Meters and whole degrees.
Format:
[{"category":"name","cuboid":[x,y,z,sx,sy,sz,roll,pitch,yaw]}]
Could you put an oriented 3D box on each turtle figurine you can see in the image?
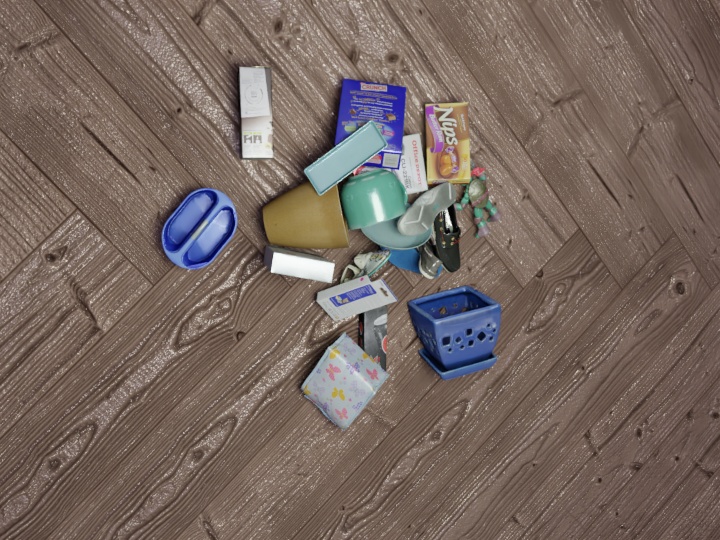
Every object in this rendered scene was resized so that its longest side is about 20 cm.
[{"category":"turtle figurine","cuboid":[0.305,-0.199,1.606,0.148,0.101,0.202,-38,111,-6]}]

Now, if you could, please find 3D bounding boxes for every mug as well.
[{"category":"mug","cuboid":[0.029,-0.180,1.429,0.147,0.185,0.118,-14,100,14]}]

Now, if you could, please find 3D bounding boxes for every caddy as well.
[{"category":"caddy","cuboid":[-0.384,-0.101,1.423,0.141,0.105,0.201,41,86,-15]}]

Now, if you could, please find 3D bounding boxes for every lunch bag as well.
[{"category":"lunch bag","cuboid":[-0.049,0.294,1.535,0.169,0.127,0.202,40,118,9]}]

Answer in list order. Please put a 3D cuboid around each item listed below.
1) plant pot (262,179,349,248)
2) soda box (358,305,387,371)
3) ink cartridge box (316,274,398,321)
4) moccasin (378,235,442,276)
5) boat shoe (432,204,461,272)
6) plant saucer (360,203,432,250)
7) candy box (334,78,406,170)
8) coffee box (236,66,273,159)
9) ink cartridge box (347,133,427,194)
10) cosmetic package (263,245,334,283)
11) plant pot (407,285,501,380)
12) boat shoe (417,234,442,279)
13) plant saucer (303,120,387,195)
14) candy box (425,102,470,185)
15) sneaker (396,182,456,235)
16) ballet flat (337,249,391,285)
[{"category":"plant pot","cuboid":[-0.137,-0.134,1.464,0.193,0.187,0.193,-10,100,2]},{"category":"soda box","cuboid":[0.033,0.191,1.598,0.068,0.063,0.208,-2,98,-14]},{"category":"ink cartridge box","cuboid":[-0.008,0.067,1.514,0.195,0.038,0.095,-17,134,26]},{"category":"moccasin","cuboid":[0.127,-0.036,1.593,0.197,0.068,0.082,31,101,-21]},{"category":"boat shoe","cuboid":[0.236,-0.092,1.597,0.073,0.062,0.208,-25,106,-40]},{"category":"plant saucer","cuboid":[0.086,-0.109,1.528,0.194,0.204,0.039,-3,134,-14]},{"category":"candy box","cuboid":[0.026,-0.360,1.454,0.163,0.078,0.206,7,65,-1]},{"category":"coffee box","cuboid":[-0.252,-0.372,1.420,0.077,0.113,0.208,-3,99,-14]},{"category":"ink cartridge box","cuboid":[0.065,-0.262,1.535,0.194,0.084,0.149,-13,100,-13]},{"category":"cosmetic package","cuboid":[-0.155,-0.018,1.447,0.146,0.200,0.054,8,95,-16]},{"category":"plant pot","cuboid":[0.254,0.170,1.590,0.193,0.200,0.186,-12,106,-13]},{"category":"boat shoe","cuboid":[0.179,-0.060,1.536,0.066,0.203,0.057,28,122,-23]},{"category":"plant saucer","cuboid":[-0.034,-0.260,1.372,0.197,0.019,0.071,-36,92,2]},{"category":"candy box","cuboid":[0.226,-0.329,1.543,0.112,0.056,0.208,-1,83,5]},{"category":"sneaker","cuboid":[0.160,-0.152,1.519,0.199,0.079,0.072,-39,110,-25]},{"category":"ballet flat","cuboid":[0.000,0.000,1.522,0.071,0.073,0.201,30,128,-16]}]
